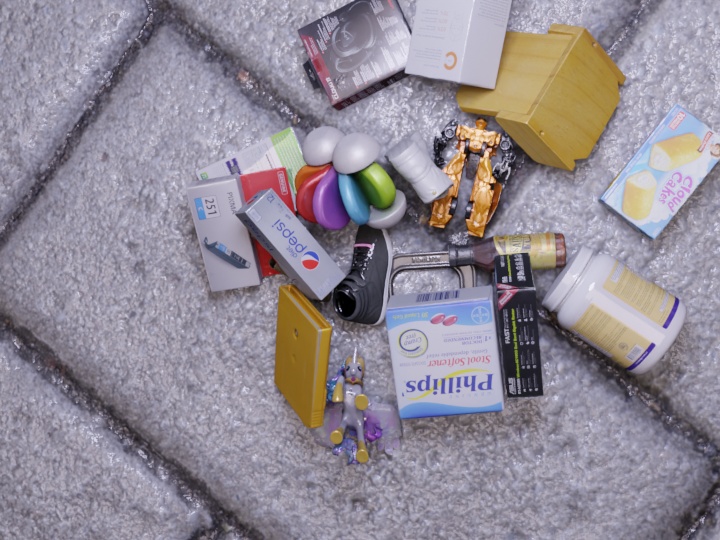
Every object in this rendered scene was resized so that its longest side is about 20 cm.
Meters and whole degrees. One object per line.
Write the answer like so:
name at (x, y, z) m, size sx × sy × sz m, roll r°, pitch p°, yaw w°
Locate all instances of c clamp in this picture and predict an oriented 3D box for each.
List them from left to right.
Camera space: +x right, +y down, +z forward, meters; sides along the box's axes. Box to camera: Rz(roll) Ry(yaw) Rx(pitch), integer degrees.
c clamp at (0.131, 0.048, 1.623) m, size 0.200 × 0.027 × 0.171 m, roll 2°, pitch 92°, yaw 9°

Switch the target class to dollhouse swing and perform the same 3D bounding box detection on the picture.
dollhouse swing at (0.299, -0.294, 1.553) m, size 0.182 × 0.176 × 0.200 m, roll 39°, pitch 74°, yaw -29°

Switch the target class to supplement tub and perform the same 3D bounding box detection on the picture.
supplement tub at (0.419, 0.062, 1.519) m, size 0.200 × 0.145 × 0.145 m, roll 34°, pitch 97°, yaw 6°

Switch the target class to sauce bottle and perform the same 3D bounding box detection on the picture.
sauce bottle at (0.252, -0.030, 1.579) m, size 0.200 × 0.066 × 0.066 m, roll -4°, pitch 92°, yaw 5°

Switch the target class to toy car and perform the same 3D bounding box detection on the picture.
toy car at (-0.033, -0.136, 1.538) m, size 0.150 × 0.200 × 0.175 m, roll -45°, pitch 129°, yaw -22°

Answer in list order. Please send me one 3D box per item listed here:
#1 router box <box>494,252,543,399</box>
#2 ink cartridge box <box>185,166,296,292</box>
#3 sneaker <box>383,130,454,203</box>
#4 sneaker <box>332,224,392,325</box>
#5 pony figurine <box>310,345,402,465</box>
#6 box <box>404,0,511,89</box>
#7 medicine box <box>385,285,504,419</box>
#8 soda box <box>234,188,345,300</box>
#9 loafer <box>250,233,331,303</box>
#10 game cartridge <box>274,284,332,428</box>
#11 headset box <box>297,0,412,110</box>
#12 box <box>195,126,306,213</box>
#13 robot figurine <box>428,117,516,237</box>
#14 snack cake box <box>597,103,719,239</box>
router box at (0.261, 0.089, 1.512) m, size 0.062 × 0.150 × 0.200 m, roll -5°, pitch 111°, yaw 9°
ink cartridge box at (-0.201, -0.073, 1.628) m, size 0.176 × 0.045 × 0.200 m, roll -10°, pitch 108°, yaw 6°
sneaker at (0.101, -0.168, 1.547) m, size 0.074 × 0.200 × 0.116 m, roll -37°, pitch 102°, yaw 14°
sneaker at (0.000, 0.000, 1.599) m, size 0.071 × 0.099 × 0.200 m, roll 3°, pitch 94°, yaw 36°
pony figurine at (-0.011, 0.251, 1.590) m, size 0.166 × 0.200 × 0.193 m, roll 0°, pitch 108°, yaw 2°
box at (0.164, -0.409, 1.498) m, size 0.124 × 0.097 × 0.200 m, roll 22°, pitch 107°, yaw 44°
medicine box at (0.147, 0.140, 1.571) m, size 0.182 × 0.103 × 0.200 m, roll -7°, pitch 102°, yaw 9°
soda box at (-0.118, -0.042, 1.539) m, size 0.063 × 0.068 × 0.200 m, roll -45°, pitch 108°, yaw -17°
loafer at (-0.124, -0.016, 1.615) m, size 0.067 × 0.076 × 0.200 m, roll -38°, pitch 105°, yaw -11°
game cartridge at (-0.101, 0.149, 1.573) m, size 0.032 × 0.176 × 0.200 m, roll -8°, pitch 118°, yaw -25°
headset box at (-0.005, -0.385, 1.604) m, size 0.200 × 0.077 × 0.149 m, roll -26°, pitch 88°, yaw 10°
box at (-0.182, -0.154, 1.662) m, size 0.200 × 0.036 × 0.144 m, roll -23°, pitch 89°, yaw 10°
robot figurine at (0.188, -0.166, 1.591) m, size 0.145 × 0.058 × 0.200 m, roll 14°, pitch 95°, yaw 8°
snack cake box at (0.508, -0.163, 1.536) m, size 0.115 × 0.067 × 0.200 m, roll 38°, pitch 97°, yaw 7°
